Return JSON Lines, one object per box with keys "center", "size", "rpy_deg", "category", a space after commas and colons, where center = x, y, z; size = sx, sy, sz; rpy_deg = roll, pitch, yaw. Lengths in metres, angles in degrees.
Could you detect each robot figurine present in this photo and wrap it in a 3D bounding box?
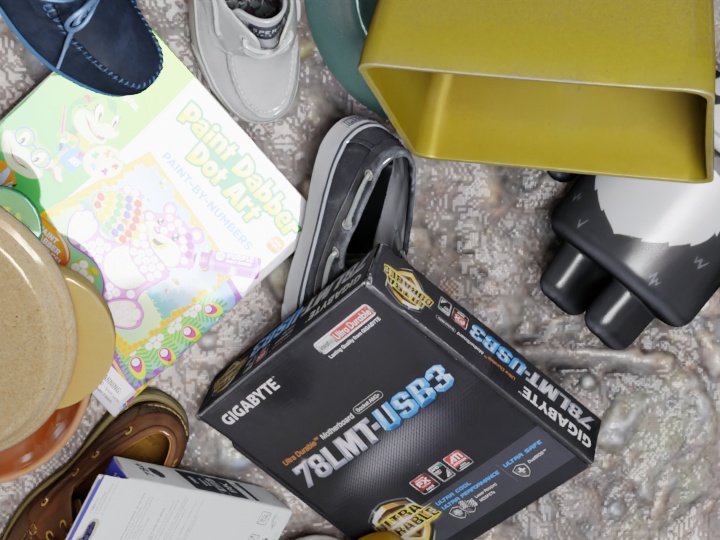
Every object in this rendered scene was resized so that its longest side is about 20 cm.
{"center": [0.210, -0.043, 1.167], "size": [0.150, 0.125, 0.200], "rpy_deg": [39, 93, -14], "category": "robot figurine"}

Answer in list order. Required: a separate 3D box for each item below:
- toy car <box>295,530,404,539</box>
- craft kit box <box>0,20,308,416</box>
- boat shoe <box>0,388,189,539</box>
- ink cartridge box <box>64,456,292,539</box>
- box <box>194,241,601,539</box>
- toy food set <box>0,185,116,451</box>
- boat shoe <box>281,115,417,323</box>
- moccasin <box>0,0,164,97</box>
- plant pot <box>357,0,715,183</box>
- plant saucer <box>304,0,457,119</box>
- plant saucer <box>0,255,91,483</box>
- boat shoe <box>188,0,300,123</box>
{"center": [-0.013, 0.280, 1.143], "size": [0.200, 0.175, 0.150], "rpy_deg": [-47, 111, -20], "category": "toy car"}
{"center": [-0.160, -0.040, 1.146], "size": [0.197, 0.049, 0.200], "rpy_deg": [-43, 105, -3], "category": "craft kit box"}
{"center": [-0.189, 0.171, 1.166], "size": [0.072, 0.068, 0.200], "rpy_deg": [37, 93, -14], "category": "boat shoe"}
{"center": [-0.136, 0.181, 1.136], "size": [0.200, 0.039, 0.100], "rpy_deg": [23, 98, -53], "category": "ink cartridge box"}
{"center": [0.023, 0.100, 1.146], "size": [0.198, 0.050, 0.200], "rpy_deg": [39, 130, -16], "category": "box"}
{"center": [-0.268, 0.027, 1.069], "size": [0.199, 0.049, 0.198], "rpy_deg": [-30, 107, 18], "category": "toy food set"}
{"center": [0.000, 0.000, 1.142], "size": [0.071, 0.068, 0.201], "rpy_deg": [-8, 122, -36], "category": "boat shoe"}
{"center": [-0.186, -0.179, 1.031], "size": [0.200, 0.068, 0.081], "rpy_deg": [43, 54, -33], "category": "moccasin"}
{"center": [0.123, -0.170, 1.044], "size": [0.199, 0.200, 0.178], "rpy_deg": [5, 79, 13], "category": "plant pot"}
{"center": [0.062, -0.193, 1.159], "size": [0.199, 0.036, 0.201], "rpy_deg": [-2, 100, -10], "category": "plant saucer"}
{"center": [-0.270, 0.048, 1.122], "size": [0.199, 0.032, 0.201], "rpy_deg": [2, 113, 5], "category": "plant saucer"}
{"center": [-0.068, -0.172, 1.090], "size": [0.072, 0.069, 0.201], "rpy_deg": [-14, 128, -17], "category": "boat shoe"}
